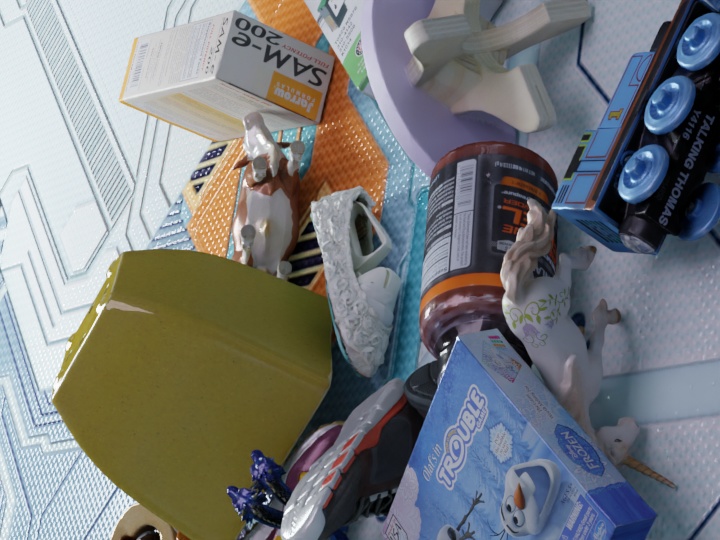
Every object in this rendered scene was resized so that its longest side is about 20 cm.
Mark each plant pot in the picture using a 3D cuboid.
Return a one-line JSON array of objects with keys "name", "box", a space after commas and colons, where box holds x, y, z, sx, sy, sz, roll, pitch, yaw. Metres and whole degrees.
[{"name": "plant pot", "box": [-0.156, 0.092, 1.825, 0.195, 0.199, 0.196, -58, 12, 18]}]

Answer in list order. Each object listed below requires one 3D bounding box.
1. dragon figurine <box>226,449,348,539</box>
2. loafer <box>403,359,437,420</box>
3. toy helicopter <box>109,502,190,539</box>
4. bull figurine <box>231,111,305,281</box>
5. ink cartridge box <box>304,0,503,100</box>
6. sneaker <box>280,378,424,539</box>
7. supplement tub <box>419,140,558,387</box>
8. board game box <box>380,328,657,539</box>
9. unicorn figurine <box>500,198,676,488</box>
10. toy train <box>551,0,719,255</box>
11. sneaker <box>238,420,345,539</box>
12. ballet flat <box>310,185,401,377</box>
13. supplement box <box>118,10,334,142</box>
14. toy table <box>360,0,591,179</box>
[{"name": "dragon figurine", "box": [-0.028, 0.228, 1.667, 0.059, 0.099, 0.200, -49, 60, 13]}, {"name": "loafer", "box": [0.108, 0.124, 1.617, 0.072, 0.063, 0.200, -32, 28, -19]}, {"name": "toy helicopter", "box": [-0.168, 0.279, 1.941, 0.200, 0.079, 0.133, 35, 94, 46]}, {"name": "bull figurine", "box": [-0.088, -0.060, 1.970, 0.121, 0.065, 0.202, 118, 154, -75]}, {"name": "ink cartridge box", "box": [0.033, -0.256, 1.889, 0.147, 0.084, 0.200, -56, 36, 21]}, {"name": "sneaker", "box": [0.010, 0.165, 1.646, 0.077, 0.082, 0.200, -37, 9, 42]}, {"name": "supplement tub", "box": [0.100, 0.006, 1.613, 0.107, 0.106, 0.201, -34, 39, 42]}, {"name": "board game box", "box": [0.107, 0.182, 1.494, 0.199, 0.043, 0.201, 51, 135, 38]}, {"name": "unicorn figurine", "box": [0.154, 0.058, 1.518, 0.074, 0.200, 0.138, -31, 20, 36]}, {"name": "toy train", "box": [0.223, -0.104, 1.512, 0.114, 0.086, 0.201, 6, 69, 59]}, {"name": "sneaker", "box": [-0.039, 0.223, 1.771, 0.090, 0.075, 0.201, 46, 113, 37]}, {"name": "ballet flat", "box": [0.000, 0.000, 1.826, 0.072, 0.071, 0.201, -47, 40, 32]}, {"name": "supplement box", "box": [-0.134, -0.189, 2.065, 0.199, 0.125, 0.074, -4, 69, 54]}, {"name": "toy table", "box": [0.090, -0.176, 1.698, 0.117, 0.183, 0.201, -35, 83, 51]}]
